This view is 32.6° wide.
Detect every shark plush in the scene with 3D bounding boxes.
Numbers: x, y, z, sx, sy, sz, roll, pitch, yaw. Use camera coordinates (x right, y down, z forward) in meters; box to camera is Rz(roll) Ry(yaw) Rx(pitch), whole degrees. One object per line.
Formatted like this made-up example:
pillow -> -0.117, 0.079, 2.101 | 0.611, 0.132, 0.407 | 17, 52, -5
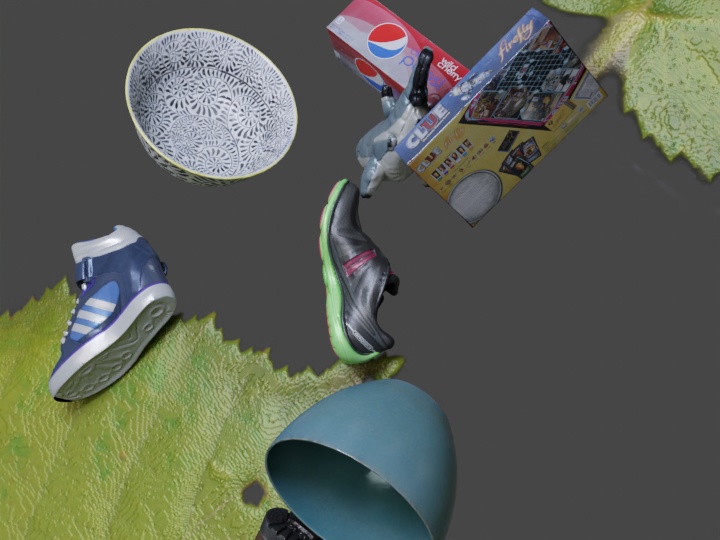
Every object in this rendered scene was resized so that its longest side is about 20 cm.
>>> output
shark plush -> 0.032, -0.156, 1.296 | 0.090, 0.201, 0.084 | -18, 62, -13

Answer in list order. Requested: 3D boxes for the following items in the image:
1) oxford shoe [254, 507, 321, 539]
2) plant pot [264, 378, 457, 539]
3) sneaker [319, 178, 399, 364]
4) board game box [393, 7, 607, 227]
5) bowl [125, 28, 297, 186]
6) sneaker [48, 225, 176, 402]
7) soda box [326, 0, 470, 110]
oxford shoe -> -0.037, 0.345, 1.302 | 0.199, 0.072, 0.085 | 37, 110, 25
plant pot -> 0.020, 0.191, 1.251 | 0.198, 0.202, 0.135 | 21, 53, 23
sneaker -> 0.000, 0.000, 1.346 | 0.082, 0.077, 0.203 | -7, 81, 2
board game box -> 0.146, -0.154, 1.272 | 0.200, 0.135, 0.035 | -44, 44, 8
bowl -> -0.178, -0.166, 1.404 | 0.198, 0.094, 0.203 | 11, 58, -17
sneaker -> -0.314, 0.041, 1.454 | 0.200, 0.080, 0.147 | -44, 61, 13
soda box -> 0.056, -0.216, 1.346 | 0.200, 0.070, 0.063 | 41, 79, 21
